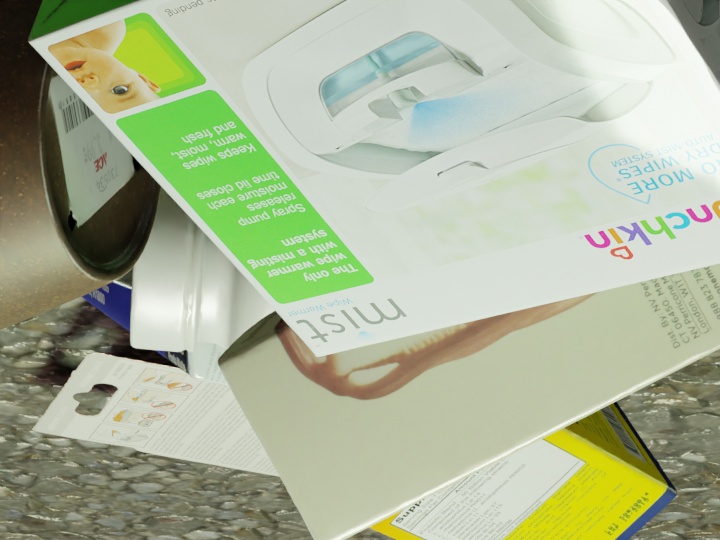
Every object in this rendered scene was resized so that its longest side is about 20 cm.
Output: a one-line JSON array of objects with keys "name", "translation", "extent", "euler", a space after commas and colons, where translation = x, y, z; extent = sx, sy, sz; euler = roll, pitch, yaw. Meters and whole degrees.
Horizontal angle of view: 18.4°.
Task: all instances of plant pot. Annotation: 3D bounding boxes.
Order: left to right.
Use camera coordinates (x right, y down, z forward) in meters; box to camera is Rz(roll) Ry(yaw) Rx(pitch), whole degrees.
[{"name": "plant pot", "translation": [-0.178, -0.041, 0.778], "extent": [0.198, 0.188, 0.187], "euler": [-2, 157, 21]}]

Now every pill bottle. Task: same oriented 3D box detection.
[{"name": "pill bottle", "translation": [0.000, 0.000, 0.982], "extent": [0.198, 0.112, 0.111], "euler": [4, 157, -4]}]

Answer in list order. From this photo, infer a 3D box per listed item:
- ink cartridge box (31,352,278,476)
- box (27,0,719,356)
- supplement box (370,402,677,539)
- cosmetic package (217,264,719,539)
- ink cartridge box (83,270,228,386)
[{"name": "ink cartridge box", "translation": [-0.087, 0.075, 1.374], "extent": [0.199, 0.050, 0.161], "euler": [13, 154, -16]}, {"name": "box", "translation": [0.029, -0.076, 0.726], "extent": [0.199, 0.097, 0.177], "euler": [-14, 134, 31]}, {"name": "supplement box", "translation": [0.074, 0.099, 1.287], "extent": [0.109, 0.110, 0.200], "euler": [-43, 140, 14]}, {"name": "cosmetic package", "translation": [0.058, 0.016, 0.857], "extent": [0.199, 0.088, 0.103], "euler": [-29, -176, 15]}, {"name": "ink cartridge box", "translation": [-0.074, 0.024, 1.143], "extent": [0.199, 0.041, 0.199], "euler": [14, -175, -24]}]
